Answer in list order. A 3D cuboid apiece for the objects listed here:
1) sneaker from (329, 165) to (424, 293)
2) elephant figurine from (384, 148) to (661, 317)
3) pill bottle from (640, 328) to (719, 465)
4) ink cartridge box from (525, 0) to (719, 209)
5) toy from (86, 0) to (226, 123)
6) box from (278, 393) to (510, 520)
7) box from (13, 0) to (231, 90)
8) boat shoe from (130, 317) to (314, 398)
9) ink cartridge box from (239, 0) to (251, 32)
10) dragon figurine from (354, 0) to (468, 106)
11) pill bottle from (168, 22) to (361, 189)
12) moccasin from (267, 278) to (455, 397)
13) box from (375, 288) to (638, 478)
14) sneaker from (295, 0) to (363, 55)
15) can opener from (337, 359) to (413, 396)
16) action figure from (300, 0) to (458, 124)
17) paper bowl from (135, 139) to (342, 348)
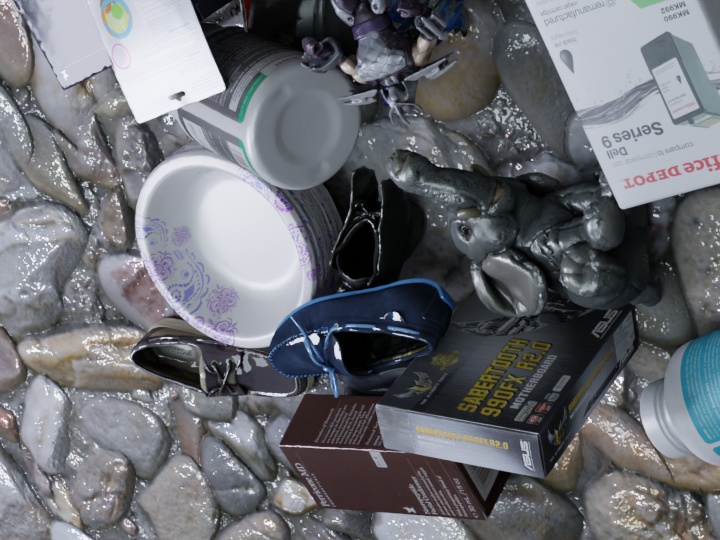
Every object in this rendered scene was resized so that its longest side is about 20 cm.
[{"bbox_3d":[0.003,0.001,1.787,0.060,0.104,0.201,25,108,22],"label":"sneaker"},{"bbox_3d":[0.139,-0.034,1.682,0.199,0.141,0.156,3,104,26],"label":"elephant figurine"},{"bbox_3d":[0.328,0.095,1.641,0.199,0.111,0.111,-26,101,41],"label":"pill bottle"},{"bbox_3d":[0.237,-0.164,1.539,0.145,0.084,0.201,-15,109,40],"label":"ink cartridge box"},{"bbox_3d":[-0.180,-0.238,1.690,0.115,0.047,0.201,-15,104,42],"label":"toy"},{"bbox_3d":[0.032,0.177,1.902,0.199,0.075,0.100,0,136,36],"label":"box"},{"bbox_3d":[-0.223,-0.290,1.787,0.199,0.104,0.183,-18,105,40],"label":"box"},{"bbox_3d":[-0.142,0.098,1.992,0.199,0.065,0.072,13,122,27],"label":"boat shoe"},{"bbox_3d":[-0.079,-0.310,1.659,0.050,0.110,0.201,0,137,3],"label":"ink cartridge box"},{"bbox_3d":[0.061,-0.223,1.637,0.059,0.099,0.200,39,132,7],"label":"dragon figurine"},{"bbox_3d":[-0.095,-0.149,1.728,0.200,0.113,0.114,31,137,52],"label":"pill bottle"},{"bbox_3d":[-0.010,0.060,1.746,0.199,0.069,0.080,-24,130,39],"label":"moccasin"},{"bbox_3d":[0.129,0.091,1.714,0.157,0.200,0.049,9,126,31],"label":"box"},{"bbox_3d":[-0.005,-0.263,1.687,0.090,0.076,0.201,15,134,19],"label":"sneaker"},{"bbox_3d":[0.058,0.081,1.862,0.199,0.078,0.064,-5,75,33],"label":"can opener"},{"bbox_3d":[0.003,-0.211,1.596,0.129,0.069,0.201,-18,96,22],"label":"action figure"},{"bbox_3d":[-0.103,-0.038,1.858,0.199,0.104,0.202,17,125,26],"label":"paper bowl"}]
